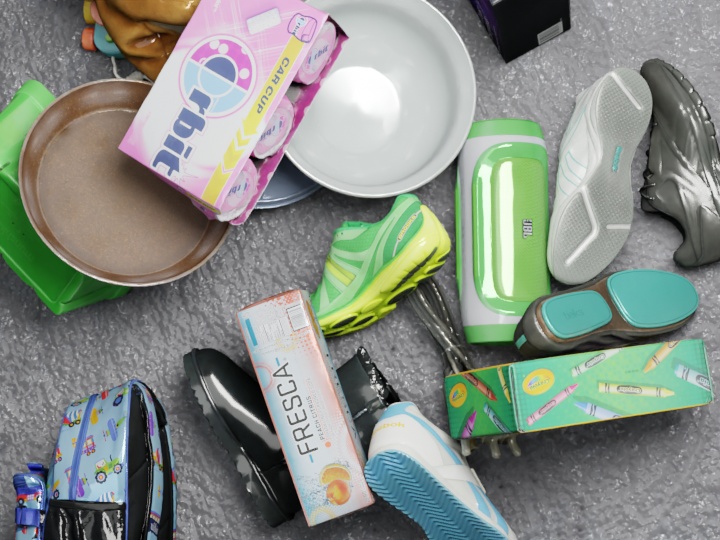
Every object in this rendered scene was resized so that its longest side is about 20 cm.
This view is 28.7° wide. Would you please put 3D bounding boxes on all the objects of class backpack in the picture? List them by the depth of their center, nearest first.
[{"bbox_3d":[-0.238,0.203,1.286,0.133,0.183,0.202,-2,81,3],"label":"backpack"}]

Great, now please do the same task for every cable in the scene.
[{"bbox_3d":[0.100,0.084,1.300,0.050,0.097,0.202,-33,60,39],"label":"cable"}]

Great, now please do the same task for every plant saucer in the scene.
[{"bbox_3d":[-0.211,-0.076,1.277,0.198,0.034,0.202,7,69,-18],"label":"plant saucer"}]

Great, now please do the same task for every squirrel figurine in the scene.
[{"bbox_3d":[-0.211,-0.291,1.270,0.199,0.187,0.142,33,79,15],"label":"squirrel figurine"}]

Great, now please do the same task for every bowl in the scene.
[{"bbox_3d":[0.003,-0.158,1.314,0.199,0.090,0.203,2,80,-9],"label":"bowl"}]

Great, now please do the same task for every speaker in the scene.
[{"bbox_3d":[0.132,-0.034,1.298,0.087,0.088,0.202,-2,84,9],"label":"speaker"}]

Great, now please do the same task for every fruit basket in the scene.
[{"bbox_3d":[-0.262,-0.087,1.356,0.216,0.215,0.156,54,133,10],"label":"fruit basket"}]

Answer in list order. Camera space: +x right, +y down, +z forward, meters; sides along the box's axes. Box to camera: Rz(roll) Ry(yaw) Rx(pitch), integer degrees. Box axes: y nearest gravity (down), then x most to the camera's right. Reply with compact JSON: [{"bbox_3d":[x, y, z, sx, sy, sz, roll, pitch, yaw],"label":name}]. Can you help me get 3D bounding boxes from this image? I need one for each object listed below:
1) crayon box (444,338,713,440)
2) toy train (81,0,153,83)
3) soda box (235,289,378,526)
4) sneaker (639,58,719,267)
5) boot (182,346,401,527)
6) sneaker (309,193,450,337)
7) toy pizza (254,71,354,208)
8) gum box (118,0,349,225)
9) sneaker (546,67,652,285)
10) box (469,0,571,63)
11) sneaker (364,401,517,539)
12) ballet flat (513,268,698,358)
[{"bbox_3d":[0.187,0.103,1.214,0.198,0.119,0.059,-5,83,-25],"label":"crayon box"},{"bbox_3d":[-0.188,-0.267,1.389,0.200,0.056,0.150,-44,79,2],"label":"toy train"},{"bbox_3d":[-0.047,0.120,1.253,0.063,0.068,0.202,-19,86,4],"label":"soda box"},{"bbox_3d":[0.290,-0.097,1.288,0.090,0.076,0.202,-22,79,13],"label":"sneaker"},{"bbox_3d":[-0.054,0.127,1.319,0.162,0.073,0.199,-31,87,7],"label":"boot"},{"bbox_3d":[0.000,0.000,1.305,0.199,0.074,0.084,-36,66,30],"label":"sneaker"},{"bbox_3d":[-0.101,-0.157,1.360,0.198,0.032,0.203,1,81,-9],"label":"toy pizza"},{"bbox_3d":[-0.112,-0.150,1.224,0.113,0.066,0.201,30,92,19],"label":"gum box"},{"bbox_3d":[0.212,-0.082,1.294,0.070,0.080,0.202,19,83,-17],"label":"sneaker"},{"bbox_3d":[0.123,-0.286,1.267,0.078,0.200,0.142,-27,80,6],"label":"box"},{"bbox_3d":[0.082,0.201,1.263,0.076,0.081,0.200,-24,121,27],"label":"sneaker"},{"bbox_3d":[0.215,0.041,1.267,0.198,0.068,0.069,-6,64,-33],"label":"ballet flat"}]
